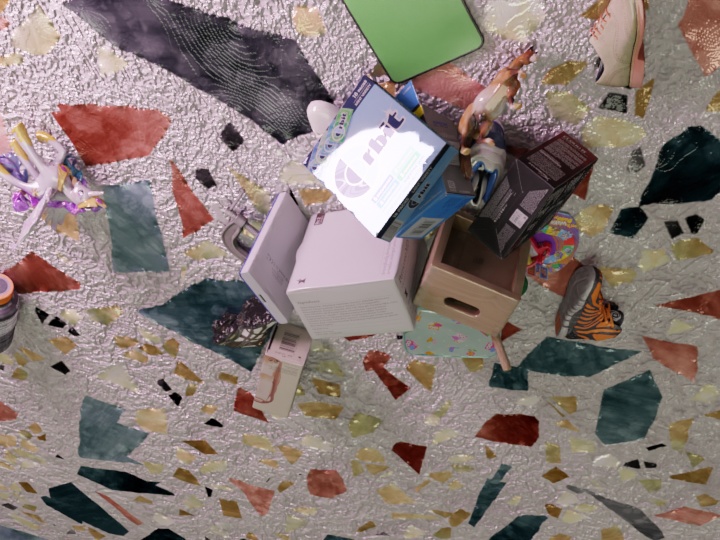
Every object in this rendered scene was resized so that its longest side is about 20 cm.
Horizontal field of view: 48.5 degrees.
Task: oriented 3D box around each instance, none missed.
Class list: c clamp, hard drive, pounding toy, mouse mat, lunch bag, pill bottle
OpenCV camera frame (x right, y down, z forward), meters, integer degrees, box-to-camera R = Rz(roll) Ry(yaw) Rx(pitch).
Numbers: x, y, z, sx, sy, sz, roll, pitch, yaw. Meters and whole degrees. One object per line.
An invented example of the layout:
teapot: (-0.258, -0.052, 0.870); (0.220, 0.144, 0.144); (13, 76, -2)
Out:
c clamp: (-0.187, -0.044, 1.500); (0.200, 0.027, 0.171); (42, 141, -12)
hard drive: (-0.138, -0.024, 1.416); (0.025, 0.200, 0.132); (-10, 132, 30)
pounding toy: (0.202, 0.032, 1.364); (0.200, 0.184, 0.142); (22, 136, 0)
mouse mat: (0.070, -0.376, 1.161); (0.161, 0.008, 0.200); (-18, 127, 27)
lunch bag: (0.176, 0.102, 1.562); (0.200, 0.077, 0.161); (3, 136, 10)
pill bottle: (-0.804, 0.091, 1.743); (0.106, 0.106, 0.200); (23, 134, -11)

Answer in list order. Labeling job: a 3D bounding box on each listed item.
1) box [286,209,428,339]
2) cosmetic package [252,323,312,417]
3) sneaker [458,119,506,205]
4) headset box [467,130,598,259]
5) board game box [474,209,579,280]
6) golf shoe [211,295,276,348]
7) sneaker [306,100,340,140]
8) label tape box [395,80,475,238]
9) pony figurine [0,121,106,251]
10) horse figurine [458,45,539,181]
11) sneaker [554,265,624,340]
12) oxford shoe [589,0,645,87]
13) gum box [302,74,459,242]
box: (0.000, 0.000, 1.409); (0.200, 0.199, 0.131); (-7, 133, 21)
cosmetic package: (-0.169, 0.216, 1.732); (0.087, 0.103, 0.200); (16, 134, -2)
sneaker: (0.163, -0.139, 1.275); (0.080, 0.147, 0.200); (24, 134, -12)
headset box: (0.274, -0.122, 1.243); (0.077, 0.200, 0.149); (42, 131, 13)
board game box: (0.287, -0.044, 1.417); (0.200, 0.039, 0.158); (13, 135, -1)
golf shoe: (-0.216, 0.110, 1.669); (0.200, 0.078, 0.094); (-22, 143, 32)
sneaker: (-0.029, -0.184, 1.308); (0.073, 0.085, 0.200); (-4, 135, 43)
label tape box: (0.090, -0.171, 1.249); (0.063, 0.200, 0.144); (0, 156, -33)
pony figurine: (-0.573, -0.146, 1.445); (0.193, 0.167, 0.200); (-36, 103, 29)
horse figurine: (0.190, -0.231, 1.152); (0.050, 0.133, 0.200); (28, 114, -13)
sneaker: (0.438, 0.062, 1.477); (0.112, 0.078, 0.200); (7, 146, 0)
oxford shoe: (0.352, -0.334, 1.097); (0.074, 0.071, 0.200); (-2, 134, 17)
gum box: (0.025, -0.170, 1.200); (0.170, 0.200, 0.045); (-53, 146, 14)
